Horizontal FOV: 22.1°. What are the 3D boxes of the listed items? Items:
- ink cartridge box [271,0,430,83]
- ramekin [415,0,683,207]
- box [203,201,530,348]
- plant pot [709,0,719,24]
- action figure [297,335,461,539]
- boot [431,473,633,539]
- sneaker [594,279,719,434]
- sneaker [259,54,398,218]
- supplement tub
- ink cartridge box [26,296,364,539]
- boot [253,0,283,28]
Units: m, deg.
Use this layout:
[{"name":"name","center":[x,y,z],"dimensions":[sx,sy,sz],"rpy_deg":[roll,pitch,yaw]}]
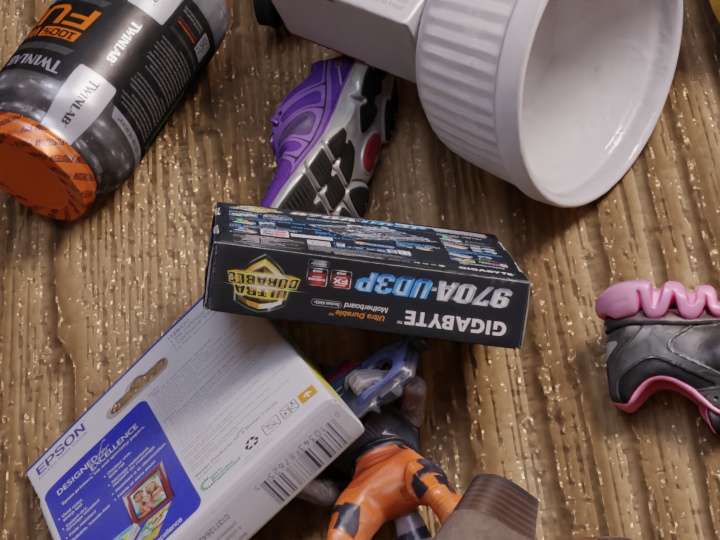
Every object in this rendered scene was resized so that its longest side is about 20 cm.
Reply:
[{"name":"ink cartridge box","center":[0.042,-0.249,1.329],"dimensions":[0.144,0.084,0.201],"rpy_deg":[25,71,31]},{"name":"ramekin","center":[0.126,-0.154,1.272],"dimensions":[0.105,0.201,0.200],"rpy_deg":[22,61,35]},{"name":"box","center":[0.000,0.000,1.184],"dimensions":[0.198,0.046,0.159],"rpy_deg":[7,11,-6]},{"name":"plant pot","center":[0.341,-0.250,1.309],"dimensions":[0.188,0.201,0.202],"rpy_deg":[-11,51,24]},{"name":"action figure","center":[-0.008,0.143,1.165],"dimensions":[0.199,0.105,0.194],"rpy_deg":[-34,43,18]},{"name":"boot","center":[0.105,0.212,1.036],"dimensions":[0.199,0.070,0.147],"rpy_deg":[30,58,-19]},{"name":"sneaker","center":[0.248,0.059,1.176],"dimensions":[0.198,0.079,0.096],"rpy_deg":[1,73,15]},{"name":"sneaker","center":[-0.035,-0.080,1.337],"dimensions":[0.083,0.081,0.201],"rpy_deg":[-1,43,28]},{"name":"supplement tub","center":[-0.194,-0.143,1.372],"dimensions":[0.122,0.123,0.201],"rpy_deg":[18,59,23]},{"name":"ink cartridge box","center":[-0.111,0.115,1.168],"dimensions":[0.198,0.047,0.200],"rpy_deg":[-44,28,0]},{"name":"boot","center":[0.018,-0.264,1.443],"dimensions":[0.157,0.080,0.212],"rpy_deg":[14,58,21]}]
